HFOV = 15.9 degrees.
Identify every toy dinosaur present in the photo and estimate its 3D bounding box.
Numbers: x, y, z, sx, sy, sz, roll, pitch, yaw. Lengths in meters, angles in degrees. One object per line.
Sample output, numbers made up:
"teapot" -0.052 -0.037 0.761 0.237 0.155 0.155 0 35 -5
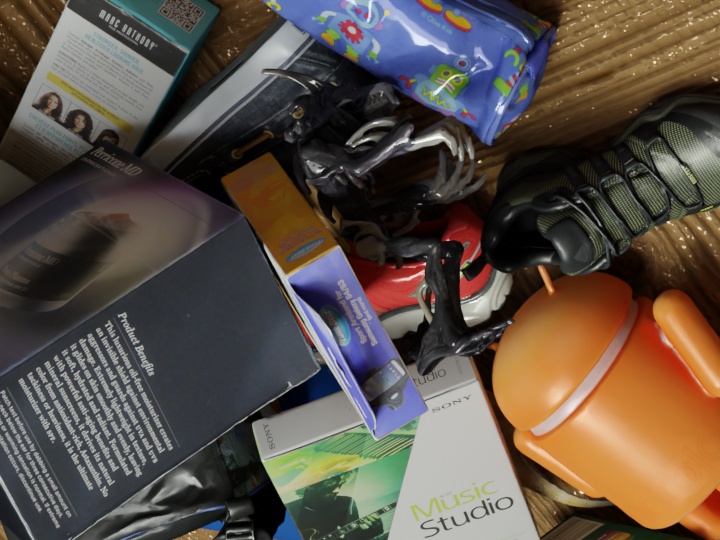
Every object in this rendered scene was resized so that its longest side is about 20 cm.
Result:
"toy dinosaur" 0.076 0.116 1.708 0.101 0.058 0.200 -29 111 41

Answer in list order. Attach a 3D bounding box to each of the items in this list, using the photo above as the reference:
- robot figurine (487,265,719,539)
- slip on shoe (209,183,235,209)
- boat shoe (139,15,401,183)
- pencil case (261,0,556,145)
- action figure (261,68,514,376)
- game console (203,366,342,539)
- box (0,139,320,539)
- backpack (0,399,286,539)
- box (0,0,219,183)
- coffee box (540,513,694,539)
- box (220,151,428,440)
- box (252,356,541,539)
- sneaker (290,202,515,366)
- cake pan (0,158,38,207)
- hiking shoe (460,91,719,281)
"robot figurine" 0.166 0.078 1.584 0.200 0.117 0.144 37 169 -7
"slip on shoe" -0.109 0.003 1.704 0.061 0.076 0.200 33 132 -19
"boat shoe" -0.065 -0.079 1.596 0.091 0.071 0.200 43 131 -10
"pencil case" 0.016 -0.154 1.481 0.200 0.078 0.087 31 153 -1
"action figure" 0.025 -0.045 1.476 0.102 0.119 0.200 -29 83 6
"game console" -0.071 0.121 1.821 0.200 0.118 0.171 5 100 24
"box" -0.167 0.038 1.516 0.200 0.198 0.123 28 147 56
"backpack" -0.136 0.119 1.681 0.200 0.190 0.154 -15 87 21
"box" -0.166 -0.112 1.641 0.082 0.049 0.200 33 136 -2
"coffee box" 0.187 0.226 1.667 0.123 0.044 0.200 63 164 -9
"box" -0.020 0.016 1.494 0.041 0.200 0.119 -31 115 -5
"box" 0.027 0.138 1.645 0.144 0.036 0.200 -21 138 2
"sneaker" 0.000 0.000 1.637 0.200 0.077 0.085 -16 122 25
"cake pan" -0.243 -0.035 1.700 0.200 0.037 0.200 30 165 9
"hiking shoe" 0.153 -0.036 1.497 0.200 0.101 0.076 -20 119 40
